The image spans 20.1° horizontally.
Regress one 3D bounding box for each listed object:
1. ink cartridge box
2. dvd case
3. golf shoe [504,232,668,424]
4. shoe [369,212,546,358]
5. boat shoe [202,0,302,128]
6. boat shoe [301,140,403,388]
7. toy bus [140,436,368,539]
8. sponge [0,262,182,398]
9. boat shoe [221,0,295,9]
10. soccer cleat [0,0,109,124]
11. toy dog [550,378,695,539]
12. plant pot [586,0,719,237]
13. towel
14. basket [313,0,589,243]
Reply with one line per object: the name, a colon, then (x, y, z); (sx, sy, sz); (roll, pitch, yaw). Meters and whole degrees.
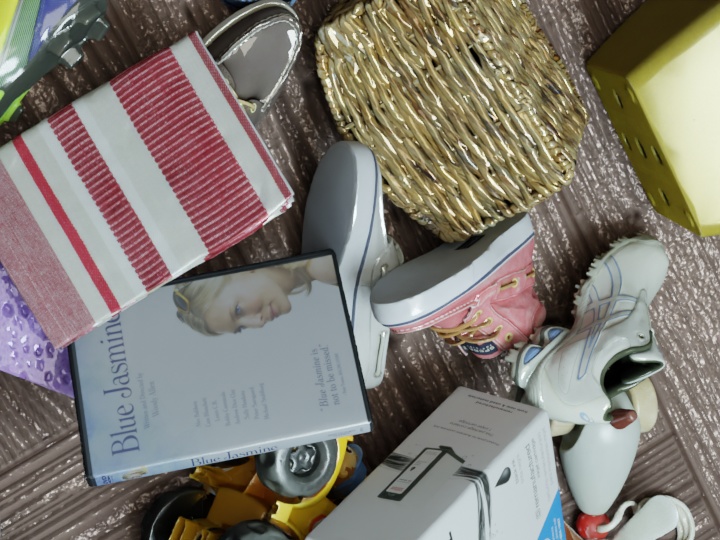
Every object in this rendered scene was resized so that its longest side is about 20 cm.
ink cartridge box: (0.058, 0.202, 1.461); (0.200, 0.084, 0.146); (-42, 133, -40)
dvd case: (-0.101, 0.065, 1.413); (0.199, 0.018, 0.143); (-11, 61, -3)
golf shoe: (0.196, 0.051, 1.538); (0.200, 0.097, 0.078); (-47, 141, -34)
shoe: (0.079, 0.028, 1.494); (0.200, 0.071, 0.091); (-34, 114, -54)
boat shoe: (-0.108, -0.108, 1.453); (0.200, 0.060, 0.072); (-47, 117, -1)
boat shoe: (0.000, 0.000, 1.496); (0.066, 0.072, 0.201); (-6, 110, -29)
toy bus: (-0.040, 0.186, 1.489); (0.192, 0.136, 0.201); (25, 84, -32)
sponge: (-0.201, 0.035, 1.467); (0.199, 0.030, 0.112); (23, 87, -17)
boat shoe: (-0.016, -0.253, 1.478); (0.200, 0.069, 0.084); (-32, 105, -10)
soccer cleat: (-0.266, -0.145, 1.423); (0.200, 0.065, 0.084); (-42, 76, -6)
toy dog: (0.195, 0.168, 1.572); (0.132, 0.096, 0.201); (-26, 102, -14)
plant pot: (0.287, -0.132, 1.535); (0.176, 0.200, 0.200); (-29, 103, -2)
towel: (-0.163, -0.056, 1.411); (0.200, 0.023, 0.144); (-31, 85, 0)
basket: (0.064, -0.138, 1.520); (0.142, 0.149, 0.200); (-29, 106, 22)
